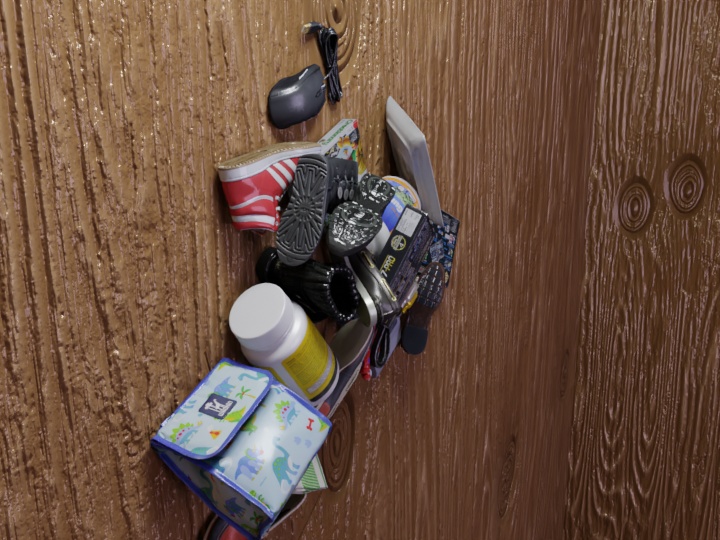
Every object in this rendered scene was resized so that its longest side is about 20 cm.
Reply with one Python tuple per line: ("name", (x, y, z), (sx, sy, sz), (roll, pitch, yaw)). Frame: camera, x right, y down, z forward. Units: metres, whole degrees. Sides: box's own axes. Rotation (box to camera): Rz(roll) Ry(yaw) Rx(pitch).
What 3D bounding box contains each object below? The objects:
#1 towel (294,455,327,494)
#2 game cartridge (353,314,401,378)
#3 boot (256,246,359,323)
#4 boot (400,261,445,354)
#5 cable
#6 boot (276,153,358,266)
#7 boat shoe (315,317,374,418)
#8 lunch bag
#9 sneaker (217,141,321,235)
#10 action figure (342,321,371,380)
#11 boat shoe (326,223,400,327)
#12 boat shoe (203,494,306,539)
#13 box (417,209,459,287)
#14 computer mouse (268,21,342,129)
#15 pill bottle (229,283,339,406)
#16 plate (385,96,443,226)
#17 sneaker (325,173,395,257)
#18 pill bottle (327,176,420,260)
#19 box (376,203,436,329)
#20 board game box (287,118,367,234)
("towel", (-0.132, 0.285, 1.113), (0.199, 0.023, 0.156), (22, 43, -58))
("game cartridge", (0.031, 0.099, 1.406), (0.134, 0.040, 0.204), (-57, 142, -42))
("boot", (-0.059, 0.042, 1.116), (0.211, 0.154, 0.081), (41, 67, -55))
("boot", (0.126, 0.081, 1.515), (0.097, 0.073, 0.205), (146, -36, -79))
("cable", (0.064, 0.089, 1.377), (0.097, 0.049, 0.204), (52, 52, -50))
("boot", (-0.060, -0.096, 1.087), (0.200, 0.064, 0.169), (-30, 139, -77))
("boat shoe", (-0.033, 0.177, 1.246), (0.062, 0.071, 0.203), (36, 85, -45))
("lunch bag", (-0.164, 0.235, 0.970), (0.171, 0.198, 0.129), (-49, 171, -44))
("sneaker", (-0.127, -0.124, 1.046), (0.198, 0.070, 0.116), (-29, 118, -45))
("action figure", (-0.010, 0.129, 1.315), (0.051, 0.065, 0.204), (-35, 127, -30))
("boat shoe", (0.000, 0.000, 1.129), (0.059, 0.204, 0.073), (-16, 145, -17))
("boat shoe", (-0.165, 0.391, 1.100), (0.198, 0.061, 0.073), (-24, 120, -54))
("box", (0.157, -0.057, 1.571), (0.199, 0.045, 0.164), (17, 83, -59))
("computer mouse", (-0.078, -0.313, 1.106), (0.200, 0.045, 0.144), (-41, 132, -49))
("pill bottle", (-0.116, 0.118, 1.081), (0.116, 0.112, 0.202), (-63, 145, -28))
("plate", (0.097, -0.208, 1.348), (0.202, 0.032, 0.203), (-116, -175, -52))
("sneaker", (-0.003, -0.068, 1.075), (0.201, 0.075, 0.092), (-53, 172, -52))
("pill bottle", (0.024, -0.079, 1.275), (0.200, 0.109, 0.115), (-49, 136, -44))
("box", (0.066, -0.002, 1.245), (0.204, 0.048, 0.161), (-63, 163, -3))
("board game box", (-0.054, -0.156, 1.198), (0.201, 0.034, 0.129), (-51, 139, -41))
